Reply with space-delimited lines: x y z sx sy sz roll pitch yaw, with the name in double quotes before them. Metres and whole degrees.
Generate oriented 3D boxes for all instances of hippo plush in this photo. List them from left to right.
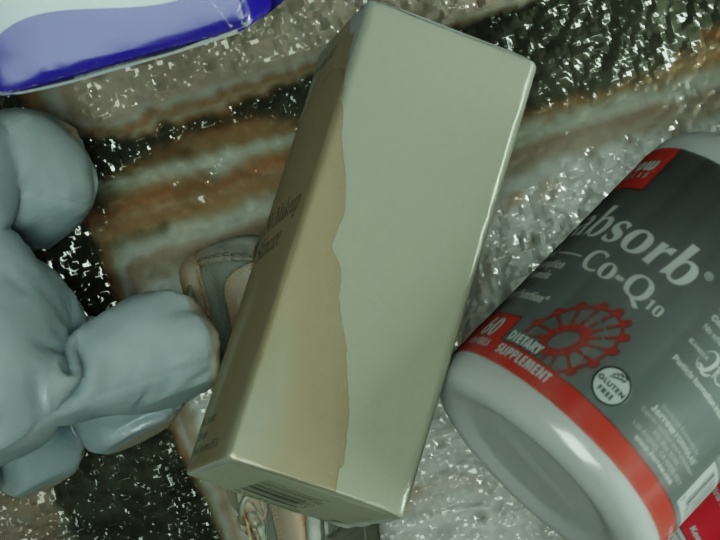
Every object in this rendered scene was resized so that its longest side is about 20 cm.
"hippo plush" -0.177 0.013 0.917 0.159 0.200 0.161 -35 74 41

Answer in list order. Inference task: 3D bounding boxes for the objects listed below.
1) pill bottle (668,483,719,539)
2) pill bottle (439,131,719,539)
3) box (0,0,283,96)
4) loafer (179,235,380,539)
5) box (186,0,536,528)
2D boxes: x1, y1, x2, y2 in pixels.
"pill bottle" 0.203 0.100 0.917 0.200 0.112 0.112 -33 96 10
"pill bottle" 0.137 0.015 0.879 0.116 0.116 0.200 46 75 -5
"box" -0.109 -0.185 0.852 0.105 0.184 0.200 -14 100 5
"loafer" -0.036 0.081 0.961 0.063 0.072 0.200 -8 94 22
"box" 0.000 0.000 0.882 0.078 0.095 0.200 20 75 -11
